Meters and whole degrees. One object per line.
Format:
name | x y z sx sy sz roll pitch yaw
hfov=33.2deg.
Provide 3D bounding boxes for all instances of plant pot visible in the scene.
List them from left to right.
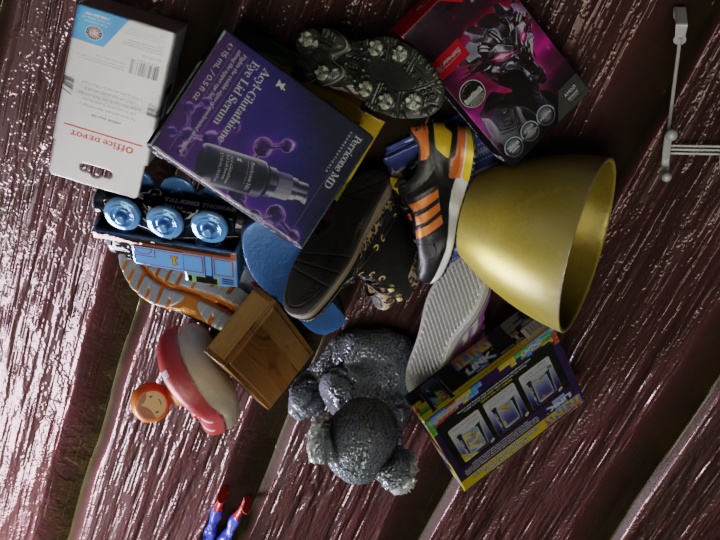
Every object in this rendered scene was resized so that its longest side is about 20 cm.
plant pot | 0.191 -0.047 1.363 0.141 0.200 0.202 17 127 19

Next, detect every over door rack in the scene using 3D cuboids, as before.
over door rack | 0.406 -0.184 1.313 0.146 0.067 0.202 1 124 7

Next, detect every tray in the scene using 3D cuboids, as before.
tray | -0.121 0.102 1.508 0.037 0.099 0.200 34 169 23

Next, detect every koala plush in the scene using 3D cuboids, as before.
koala plush | 0.001 0.192 1.546 0.176 0.201 0.184 27 123 -9

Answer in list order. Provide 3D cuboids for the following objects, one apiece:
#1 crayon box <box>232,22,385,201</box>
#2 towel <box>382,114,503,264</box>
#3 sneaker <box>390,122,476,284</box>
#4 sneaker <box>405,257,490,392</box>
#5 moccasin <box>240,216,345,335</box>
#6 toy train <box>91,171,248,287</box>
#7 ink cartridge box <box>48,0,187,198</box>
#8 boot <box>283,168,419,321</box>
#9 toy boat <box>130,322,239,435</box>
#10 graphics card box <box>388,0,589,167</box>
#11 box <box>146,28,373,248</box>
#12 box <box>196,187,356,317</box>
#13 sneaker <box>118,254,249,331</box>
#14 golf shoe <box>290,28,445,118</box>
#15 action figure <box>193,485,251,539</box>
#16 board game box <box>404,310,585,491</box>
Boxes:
crayon box | -0.083 -0.181 1.399 0.199 0.051 0.127 28 123 -10
towel | 0.133 -0.093 1.447 0.144 0.024 0.201 -23 119 20
sneaker | 0.073 -0.081 1.402 0.089 0.070 0.202 9 119 -6
sneaker | 0.132 0.067 1.524 0.073 0.114 0.202 40 117 34
moccasin | -0.087 -0.002 1.446 0.080 0.069 0.201 -22 130 10
toy train | -0.224 -0.050 1.445 0.198 0.087 0.115 8 131 5
ink cartridge box | -0.280 -0.198 1.383 0.115 0.067 0.202 16 111 -3
boot | 0.000 0.000 1.423 0.073 0.201 0.151 14 156 35
toy boat | -0.234 0.153 1.550 0.130 0.131 0.200 -24 164 -11
graphics card box | 0.141 -0.226 1.307 0.125 0.051 0.200 -43 112 -1
box | -0.110 -0.139 1.302 0.199 0.104 0.149 33 88 -13
box | -0.114 -0.037 1.508 0.136 0.038 0.200 -28 115 25
sneaker | -0.222 0.025 1.546 0.199 0.077 0.079 32 85 6
golf shoe | 0.020 -0.214 1.300 0.199 0.088 0.078 26 102 33
action figure | -0.222 0.412 1.823 0.065 0.052 0.201 19 127 -9
board game box | 0.172 0.160 1.511 0.199 0.057 0.166 -35 134 -6
